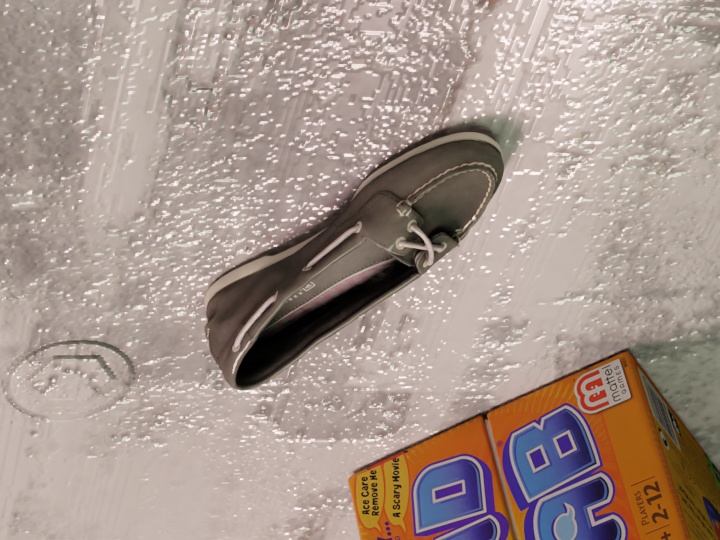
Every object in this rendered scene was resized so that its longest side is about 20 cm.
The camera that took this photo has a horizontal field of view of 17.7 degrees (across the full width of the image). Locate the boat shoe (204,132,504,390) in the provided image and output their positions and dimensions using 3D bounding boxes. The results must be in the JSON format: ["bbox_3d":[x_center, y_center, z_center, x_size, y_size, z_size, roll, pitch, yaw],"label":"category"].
[{"bbox_3d":[0.000,0.000,1.243,0.199,0.057,0.067,-32,139,23],"label":"boat shoe"}]

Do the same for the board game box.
[{"bbox_3d":[0.138,0.214,1.438,0.199,0.201,0.200,-25,141,14],"label":"board game box"}]
